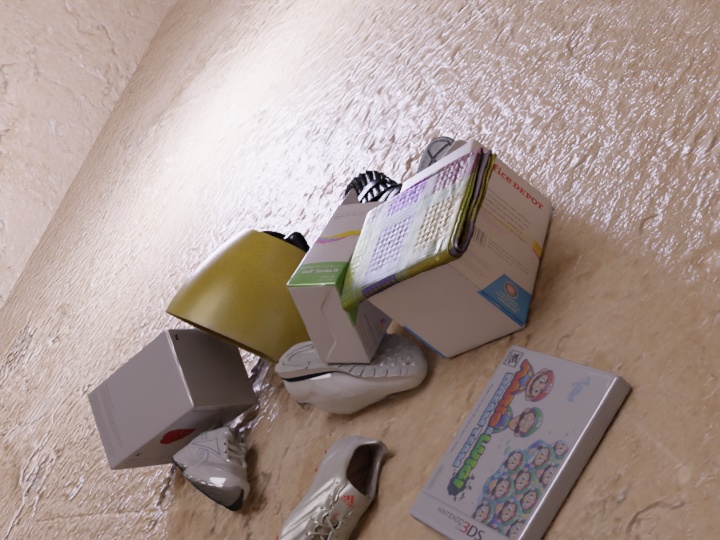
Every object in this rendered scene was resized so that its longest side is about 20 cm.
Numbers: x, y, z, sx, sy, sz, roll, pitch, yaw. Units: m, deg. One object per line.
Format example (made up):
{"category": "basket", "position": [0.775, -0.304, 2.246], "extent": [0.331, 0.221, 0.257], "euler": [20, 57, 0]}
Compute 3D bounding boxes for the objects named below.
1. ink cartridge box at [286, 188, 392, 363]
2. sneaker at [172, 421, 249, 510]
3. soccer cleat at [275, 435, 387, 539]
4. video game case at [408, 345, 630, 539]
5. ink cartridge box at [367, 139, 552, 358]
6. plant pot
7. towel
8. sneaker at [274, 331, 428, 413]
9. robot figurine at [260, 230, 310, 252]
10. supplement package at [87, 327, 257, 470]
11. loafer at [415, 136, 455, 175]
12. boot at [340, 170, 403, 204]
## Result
{"category": "ink cartridge box", "position": [0.000, 0.000, 1.473], "extent": [0.067, 0.117, 0.200], "euler": [-4, 36, 29]}
{"category": "sneaker", "position": [-0.180, 0.241, 1.619], "extent": [0.087, 0.074, 0.200], "euler": [-51, 23, -7]}
{"category": "soccer cleat", "position": [-0.032, 0.258, 1.340], "extent": [0.077, 0.069, 0.200], "euler": [-20, 36, 47]}
{"category": "video game case", "position": [0.143, 0.169, 1.187], "extent": [0.200, 0.024, 0.182], "euler": [-57, 24, -9]}
{"category": "ink cartridge box", "position": [0.113, -0.032, 1.395], "extent": [0.125, 0.128, 0.200], "euler": [-29, 33, 45]}
{"category": "plant pot", "position": [-0.131, 0.031, 1.643], "extent": [0.200, 0.200, 0.142], "euler": [10, 74, 64]}
{"category": "towel", "position": [0.057, -0.040, 1.322], "extent": [0.200, 0.023, 0.144], "euler": [-27, 35, 47]}
{"category": "sneaker", "position": [-0.002, 0.125, 1.472], "extent": [0.200, 0.081, 0.076], "euler": [-3, 31, 37]}
{"category": "robot figurine", "position": [-0.145, 0.023, 1.812], "extent": [0.200, 0.150, 0.125], "euler": [-34, 45, 39]}
{"category": "supplement package", "position": [-0.261, 0.177, 1.754], "extent": [0.200, 0.121, 0.120], "euler": [-38, 64, 35]}
{"category": "loafer", "position": [0.089, -0.065, 1.589], "extent": [0.072, 0.063, 0.201], "euler": [22, 89, 39]}
{"category": "boot", "position": [-0.003, -0.035, 1.679], "extent": [0.211, 0.079, 0.158], "euler": [-51, 25, -8]}
